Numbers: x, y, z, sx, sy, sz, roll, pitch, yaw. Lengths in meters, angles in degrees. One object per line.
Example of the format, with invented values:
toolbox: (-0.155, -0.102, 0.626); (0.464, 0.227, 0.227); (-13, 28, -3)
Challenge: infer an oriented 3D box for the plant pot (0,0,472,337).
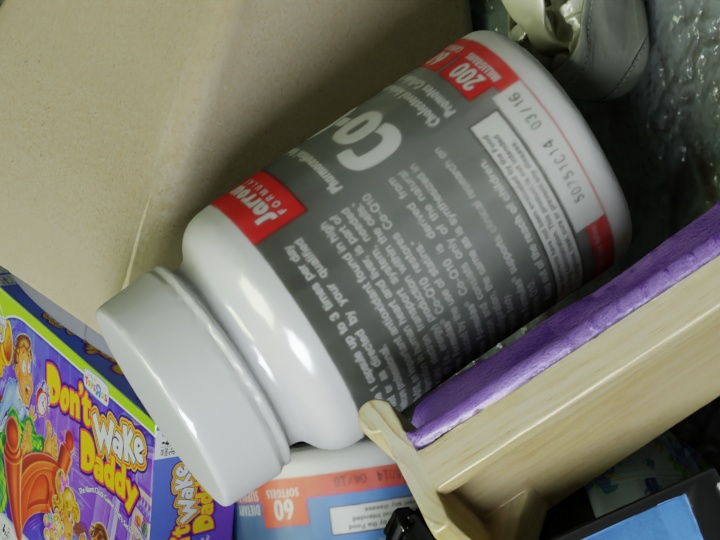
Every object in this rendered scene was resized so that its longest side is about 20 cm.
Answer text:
plant pot: (-0.059, -0.076, 1.183); (0.200, 0.200, 0.177); (30, 108, 48)

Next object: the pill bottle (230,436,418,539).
pill bottle: (0.004, 0.177, 1.190); (0.112, 0.112, 0.201); (-12, 85, 54)

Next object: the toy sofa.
toy sofa: (0.100, 0.026, 0.971); (0.200, 0.083, 0.098); (-34, 56, 8)

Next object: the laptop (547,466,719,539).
laptop: (0.158, 0.160, 0.906); (0.200, 0.103, 0.178); (-18, 96, 43)

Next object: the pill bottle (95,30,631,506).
pill bottle: (0.000, 0.000, 1.045); (0.114, 0.200, 0.114); (53, 169, 16)

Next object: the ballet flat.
ballet flat: (0.077, -0.169, 1.074); (0.067, 0.064, 0.201); (-14, 84, 55)

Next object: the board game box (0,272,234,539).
board game box: (-0.126, 0.095, 1.243); (0.200, 0.045, 0.135); (33, 123, 54)

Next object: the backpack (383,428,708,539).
backpack: (0.107, 0.167, 1.041); (0.163, 0.153, 0.200); (-53, 37, 34)

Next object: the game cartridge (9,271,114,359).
game cartridge: (-0.098, 0.007, 1.257); (0.200, 0.133, 0.041); (36, 110, 58)
